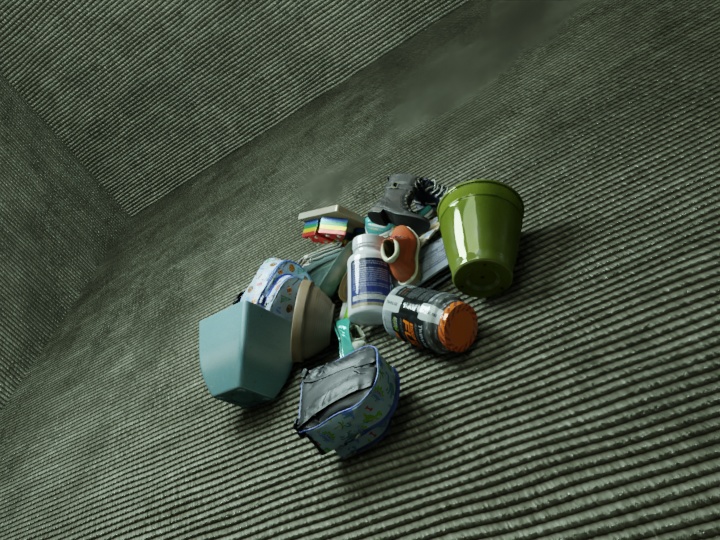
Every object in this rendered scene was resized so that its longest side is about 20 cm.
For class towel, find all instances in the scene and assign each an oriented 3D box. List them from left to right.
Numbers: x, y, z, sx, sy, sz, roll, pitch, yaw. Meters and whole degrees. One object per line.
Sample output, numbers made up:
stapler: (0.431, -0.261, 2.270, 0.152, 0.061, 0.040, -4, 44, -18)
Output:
towel: (-0.132, -0.021, 1.832, 0.130, 0.035, 0.200, -22, -7, -27)

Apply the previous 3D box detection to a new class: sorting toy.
sorting toy: (-0.054, -0.108, 1.826, 0.197, 0.197, 0.071, -5, 69, 51)

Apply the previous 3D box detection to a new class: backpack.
backpack: (-0.217, 0.067, 1.714, 0.151, 0.200, 0.194, 4, 64, 35)
backpack: (-0.013, 0.258, 1.265, 0.198, 0.147, 0.185, -32, 28, 22)

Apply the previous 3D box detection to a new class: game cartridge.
game cartridge: (0.167, -0.011, 1.551, 0.198, 0.041, 0.134, -33, 32, -1)

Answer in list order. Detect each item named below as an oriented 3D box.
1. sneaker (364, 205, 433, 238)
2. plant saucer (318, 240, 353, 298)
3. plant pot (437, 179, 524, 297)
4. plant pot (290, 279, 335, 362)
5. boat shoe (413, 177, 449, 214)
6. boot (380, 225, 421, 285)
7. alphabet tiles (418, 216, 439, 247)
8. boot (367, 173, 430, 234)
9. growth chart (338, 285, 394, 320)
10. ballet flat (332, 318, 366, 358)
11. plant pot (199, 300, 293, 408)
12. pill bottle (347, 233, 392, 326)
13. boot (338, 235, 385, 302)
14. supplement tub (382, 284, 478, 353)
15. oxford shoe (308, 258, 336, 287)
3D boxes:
sneaker: (0.105, -0.141, 1.736, 0.196, 0.081, 0.078, -19, 2, 3)
plant saucer: (-0.059, 0.014, 1.725, 0.203, 0.038, 0.201, -57, -6, -10)
plant pot: (0.262, -0.056, 1.379, 0.197, 0.200, 0.196, -20, 44, 30)
plant pot: (-0.112, 0.131, 1.584, 0.090, 0.204, 0.203, 8, 38, 2)
boat shoe: (0.214, -0.206, 1.737, 0.197, 0.093, 0.075, -3, 43, 48)
boot: (0.092, -0.060, 1.525, 0.074, 0.107, 0.202, -32, 33, 22)
alphabet tiles: (0.136, -0.074, 1.670, 0.200, 0.015, 0.194, -44, 12, -28)
boot: (0.125, -0.190, 1.685, 0.196, 0.070, 0.175, 17, 56, 28)
growth chart: (0.026, 0.079, 1.618, 0.197, 0.018, 0.146, -26, 30, 18)
ballet flat: (-0.019, 0.174, 1.491, 0.069, 0.068, 0.201, -20, 32, 2)
plant pot: (-0.286, 0.226, 1.590, 0.193, 0.195, 0.204, -22, 53, 35)
pill bottle: (0.022, 0.021, 1.532, 0.109, 0.110, 0.205, -17, 63, 33)
boot: (0.000, 0.000, 1.679, 0.203, 0.075, 0.155, -64, 5, -10)
supplement tub: (0.145, 0.102, 1.334, 0.123, 0.123, 0.198, -48, 29, -20)
oxford shoe: (-0.119, 0.027, 1.836, 0.197, 0.058, 0.075, -31, -17, -2)
